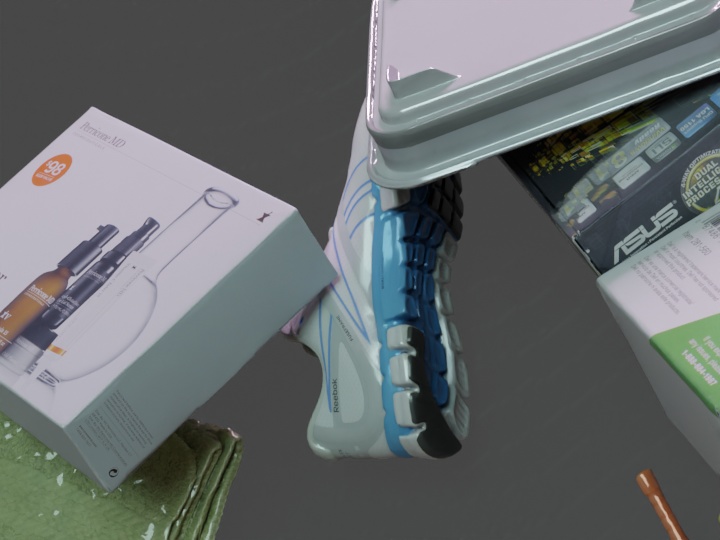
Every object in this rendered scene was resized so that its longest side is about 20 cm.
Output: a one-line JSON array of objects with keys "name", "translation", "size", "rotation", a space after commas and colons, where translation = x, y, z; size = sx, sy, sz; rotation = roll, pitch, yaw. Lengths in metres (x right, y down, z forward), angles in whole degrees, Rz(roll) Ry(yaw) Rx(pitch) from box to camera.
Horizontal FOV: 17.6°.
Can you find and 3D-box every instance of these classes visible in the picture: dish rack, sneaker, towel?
[{"name": "dish rack", "translation": [0.087, -0.126, 1.082], "size": [0.200, 0.044, 0.172], "rotation": [-19, 33, 16]}, {"name": "sneaker", "translation": [0.000, 0.000, 1.128], "size": [0.086, 0.075, 0.200], "rotation": [-14, 60, 28]}, {"name": "towel", "translation": [-0.160, 0.124, 1.162], "size": [0.200, 0.036, 0.149], "rotation": [15, 75, 29]}]

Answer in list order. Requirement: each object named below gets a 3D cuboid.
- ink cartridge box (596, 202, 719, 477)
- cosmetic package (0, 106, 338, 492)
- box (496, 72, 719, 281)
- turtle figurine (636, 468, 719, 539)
[{"name": "ink cartridge box", "translation": [0.219, 0.007, 0.961], "size": [0.200, 0.084, 0.146], "rotation": [-31, 25, -1]}, {"name": "cosmetic package", "translation": [-0.127, 0.007, 1.139], "size": [0.151, 0.052, 0.200], "rotation": [-42, 37, -17]}, {"name": "box", "translation": [0.159, -0.092, 1.072], "size": [0.200, 0.049, 0.161], "rotation": [-38, 31, 4]}, {"name": "turtle figurine", "translation": [0.208, 0.113, 0.950], "size": [0.161, 0.064, 0.200], "rotation": [-35, 47, -1]}]
